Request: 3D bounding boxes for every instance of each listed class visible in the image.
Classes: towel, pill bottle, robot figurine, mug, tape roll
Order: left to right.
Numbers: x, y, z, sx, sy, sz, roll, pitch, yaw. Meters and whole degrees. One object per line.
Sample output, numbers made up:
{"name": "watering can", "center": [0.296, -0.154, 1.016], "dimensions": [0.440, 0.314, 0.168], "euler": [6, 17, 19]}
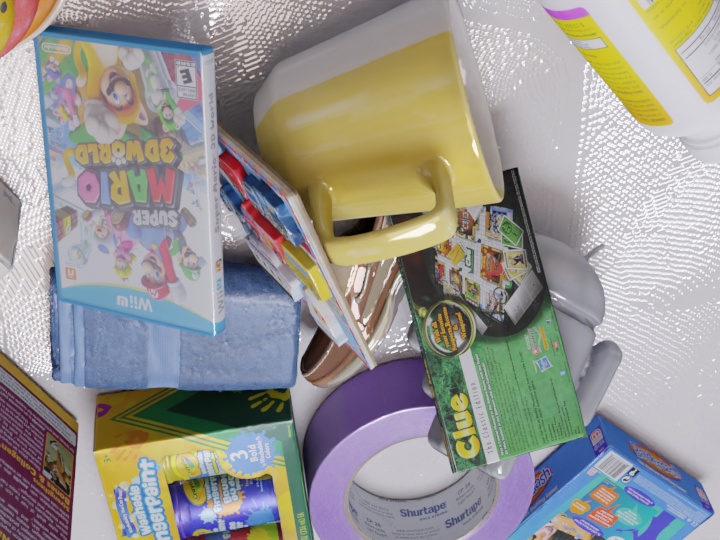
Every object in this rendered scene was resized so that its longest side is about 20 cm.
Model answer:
{"name": "towel", "center": [-0.146, 0.041, 1.053], "dimensions": [0.196, 0.049, 0.113], "euler": [2, 122, -9]}
{"name": "mug", "center": [0.006, -0.098, 0.909], "dimensions": [0.151, 0.187, 0.152], "euler": [-13, 102, 12]}
{"name": "tape roll", "center": [0.050, 0.175, 1.167], "dimensions": [0.196, 0.066, 0.203], "euler": [-4, 126, -5]}
{"name": "robot figurine", "center": [0.121, 0.058, 1.042], "dimensions": [0.168, 0.113, 0.203], "euler": [24, 86, -11]}
{"name": "pill bottle", "center": [0.210, -0.165, 0.930], "dimensions": [0.104, 0.105, 0.200], "euler": [-37, 122, 17]}

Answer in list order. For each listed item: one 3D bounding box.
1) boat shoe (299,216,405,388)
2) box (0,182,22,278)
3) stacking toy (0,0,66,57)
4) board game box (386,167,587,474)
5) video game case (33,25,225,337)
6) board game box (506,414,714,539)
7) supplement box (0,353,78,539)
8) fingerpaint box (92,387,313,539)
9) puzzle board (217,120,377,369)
{"name": "boat shoe", "center": [0.000, 0.000, 1.038], "dimensions": [0.071, 0.076, 0.202], "euler": [25, 109, -19]}
{"name": "box", "center": [-0.346, 0.003, 0.970], "dimensions": [0.199, 0.095, 0.078], "euler": [-34, 122, 13]}
{"name": "stacking toy", "center": [-0.249, -0.160, 0.804], "dimensions": [0.143, 0.201, 0.148], "euler": [-4, 126, -6]}
{"name": "board game box", "center": [0.090, 0.036, 0.972], "dimensions": [0.103, 0.023, 0.203], "euler": [-14, 88, -7]}
{"name": "video game case", "center": [-0.160, -0.061, 0.928], "dimensions": [0.141, 0.018, 0.203], "euler": [11, 115, 25]}
{"name": "board game box", "center": [0.207, 0.243, 1.249], "dimensions": [0.151, 0.045, 0.200], "euler": [33, 114, -27]}
{"name": "supplement box", "center": [-0.299, 0.171, 1.027], "dimensions": [0.102, 0.201, 0.131], "euler": [-31, 123, 13]}
{"name": "fingerpaint box", "center": [-0.128, 0.194, 1.146], "dimensions": [0.164, 0.074, 0.202], "euler": [-8, 125, -3]}
{"name": "puzzle board", "center": [-0.063, -0.028, 0.929], "dimensions": [0.017, 0.200, 0.152], "euler": [-32, 126, -11]}
